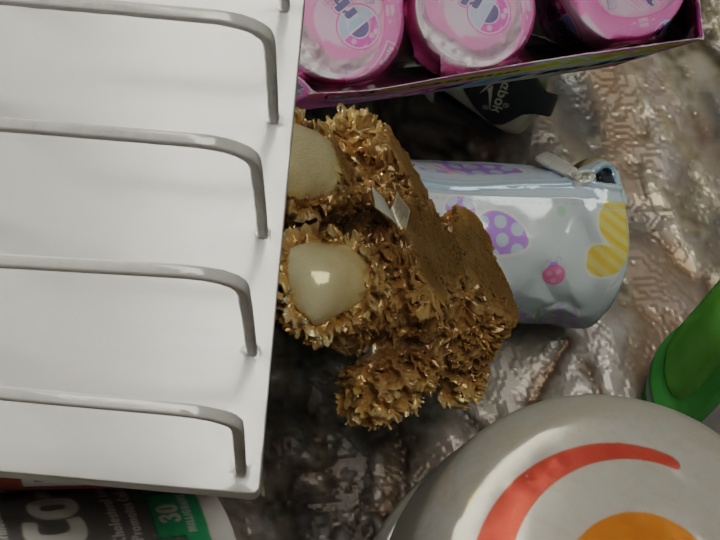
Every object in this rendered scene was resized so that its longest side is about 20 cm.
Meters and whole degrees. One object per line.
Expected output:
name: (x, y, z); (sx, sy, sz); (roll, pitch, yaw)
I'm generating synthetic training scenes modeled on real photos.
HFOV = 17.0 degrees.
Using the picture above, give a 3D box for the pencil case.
pencil case: (0.029, -0.017, 1.148); (0.199, 0.091, 0.084); (1, 62, -17)

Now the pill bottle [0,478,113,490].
pill bottle: (-0.143, 0.034, 0.976); (0.199, 0.112, 0.113); (-2, 61, -2)

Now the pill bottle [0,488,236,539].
pill bottle: (-0.153, 0.148, 0.980); (0.199, 0.113, 0.114); (-5, 63, -22)

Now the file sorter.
file sorter: (-0.097, -0.031, 0.873); (0.138, 0.125, 0.201); (5, 76, 0)

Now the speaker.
speaker: (0.201, 0.025, 1.115); (0.088, 0.200, 0.089); (8, 59, -14)

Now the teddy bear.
teddy bear: (0.000, 0.000, 1.026); (0.146, 0.067, 0.200); (65, 19, 5)

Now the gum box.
gum box: (0.044, -0.119, 1.119); (0.199, 0.113, 0.067); (-10, 92, -14)

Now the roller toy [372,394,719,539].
roller toy: (0.094, 0.154, 1.043); (0.199, 0.140, 0.183); (-20, 79, -20)

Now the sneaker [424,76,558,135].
sneaker: (0.033, -0.111, 1.208); (0.130, 0.080, 0.199); (43, 47, 18)
